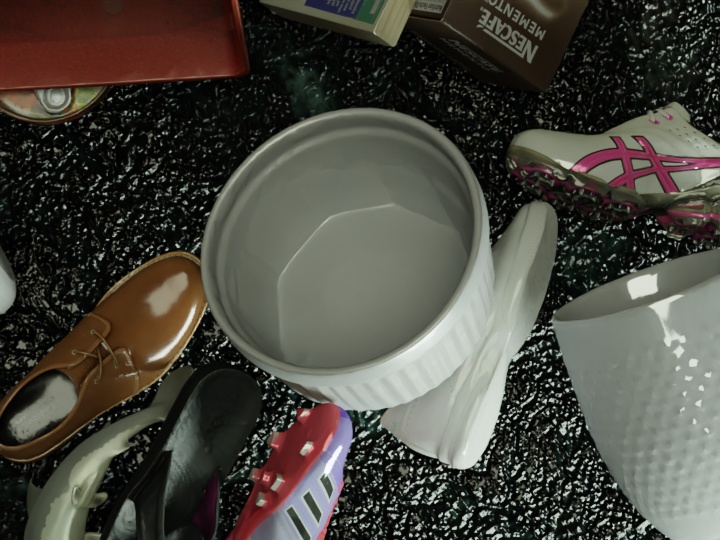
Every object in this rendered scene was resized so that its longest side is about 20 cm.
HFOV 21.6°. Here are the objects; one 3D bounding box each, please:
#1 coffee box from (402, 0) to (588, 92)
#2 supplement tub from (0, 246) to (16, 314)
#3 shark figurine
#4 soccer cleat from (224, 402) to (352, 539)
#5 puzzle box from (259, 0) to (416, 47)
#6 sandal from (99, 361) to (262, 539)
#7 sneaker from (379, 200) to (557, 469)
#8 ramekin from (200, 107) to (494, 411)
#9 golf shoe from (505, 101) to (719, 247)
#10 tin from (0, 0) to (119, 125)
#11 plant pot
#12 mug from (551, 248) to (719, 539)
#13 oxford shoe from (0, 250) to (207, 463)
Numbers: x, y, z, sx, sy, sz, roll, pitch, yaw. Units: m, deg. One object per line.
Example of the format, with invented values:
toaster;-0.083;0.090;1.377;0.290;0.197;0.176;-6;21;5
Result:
coffee box;0.115;-0.242;1.340;0.114;0.079;0.202;28;85;-35
supplement tub;-0.350;0.009;1.291;0.199;0.140;0.141;-30;89;-5
shark figurine;-0.200;0.153;1.328;0.128;0.089;0.216;26;94;-35
soccer cleat;-0.048;0.175;1.311;0.076;0.067;0.201;24;116;-18
puzzle box;0.016;-0.263;1.341;0.025;0.133;0.201;29;85;-44
sandal;-0.125;0.160;1.293;0.075;0.048;0.202;17;100;-34
sneaker;0.075;0.035;1.356;0.088;0.075;0.202;20;81;21
ramekin;0.000;0.000;1.298;0.198;0.105;0.202;-7;63;15
golf shoe;0.200;-0.079;1.367;0.198;0.073;0.093;13;80;-13
tin;-0.238;-0.204;1.361;0.111;0.042;0.202;-14;87;0
plant pot;-0.181;-0.242;1.259;0.197;0.200;0.178;-3;73;0
mug;0.249;0.083;1.333;0.199;0.147;0.177;-24;98;-34
oxford shoe;-0.181;0.063;1.334;0.071;0.071;0.200;45;84;1
